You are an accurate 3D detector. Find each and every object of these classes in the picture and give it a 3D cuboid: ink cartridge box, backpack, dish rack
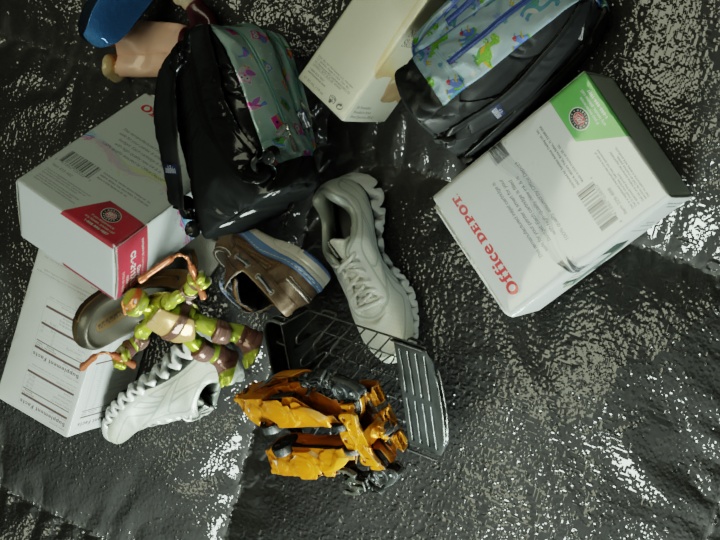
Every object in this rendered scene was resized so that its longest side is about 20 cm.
[{"bbox_3d":[-0.243,-0.082,1.653,0.145,0.200,0.083,31,139,22],"label":"ink cartridge box"},{"bbox_3d":[0.140,-0.215,1.477,0.199,0.163,0.155,-30,65,19],"label":"backpack"},{"bbox_3d":[0.191,-0.071,1.493,0.199,0.084,0.147,-38,76,24],"label":"ink cartridge box"},{"bbox_3d":[-0.001,0.121,1.582,0.199,0.054,0.155,16,131,36],"label":"dish rack"},{"bbox_3d":[-0.124,-0.150,1.573,0.166,0.126,0.202,-26,76,41],"label":"backpack"}]

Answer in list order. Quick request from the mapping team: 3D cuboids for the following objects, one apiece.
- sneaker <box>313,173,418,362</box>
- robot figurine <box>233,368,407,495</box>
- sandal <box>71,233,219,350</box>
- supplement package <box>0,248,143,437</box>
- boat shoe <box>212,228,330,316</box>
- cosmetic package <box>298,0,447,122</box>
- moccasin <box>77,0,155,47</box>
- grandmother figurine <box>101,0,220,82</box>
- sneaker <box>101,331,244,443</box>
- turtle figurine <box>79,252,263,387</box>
[{"bbox_3d":[0.000,0.000,1.594,0.075,0.081,0.202,-21,85,25],"label":"sneaker"},{"bbox_3d":[-0.035,0.154,1.555,0.199,0.058,0.146,-6,117,45],"label":"robot figurine"},{"bbox_3d":[-0.220,0.023,1.670,0.054,0.199,0.082,29,143,40],"label":"sandal"},{"bbox_3d":[-0.312,0.067,1.749,0.109,0.113,0.202,25,105,23],"label":"supplement package"},{"bbox_3d":[-0.111,0.002,1.617,0.073,0.072,0.199,-50,27,-15],"label":"boat shoe"},{"bbox_3d":[0.037,-0.248,1.554,0.071,0.105,0.201,44,113,16],"label":"cosmetic package"},{"bbox_3d":[-0.241,-0.330,1.681,0.200,0.081,0.068,-47,30,-14],"label":"moccasin"},{"bbox_3d":[-0.189,-0.245,1.700,0.198,0.061,0.123,7,113,24],"label":"grandmother figurine"},{"bbox_3d":[-0.211,0.141,1.729,0.200,0.075,0.081,-40,84,24],"label":"sneaker"},{"bbox_3d":[-0.194,0.062,1.627,0.160,0.065,0.200,30,122,-24],"label":"turtle figurine"}]
